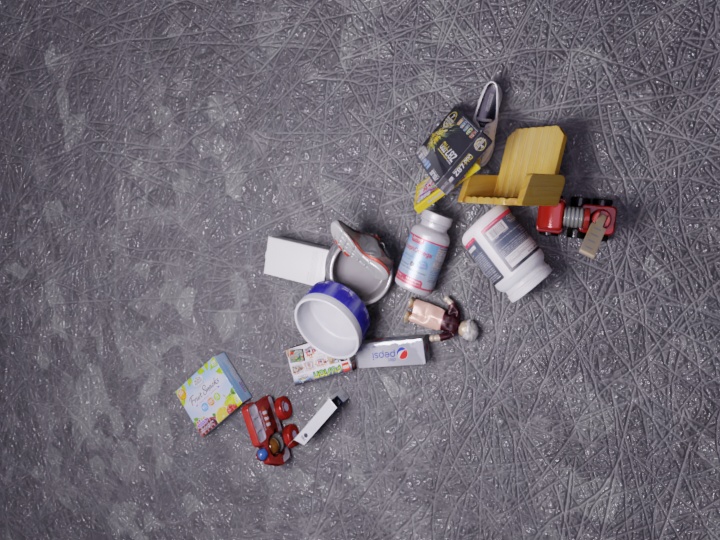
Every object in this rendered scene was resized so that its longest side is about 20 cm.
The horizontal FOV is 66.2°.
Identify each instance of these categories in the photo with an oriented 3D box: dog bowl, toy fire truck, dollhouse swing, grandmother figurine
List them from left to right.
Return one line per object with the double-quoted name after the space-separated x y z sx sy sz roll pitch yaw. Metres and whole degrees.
-0.269 0.469 1.601 0.109 0.167 0.207 -18 88 21 "toy fire truck"
-0.074 0.131 1.460 0.194 0.079 0.205 19 133 20 "dog bowl"
0.000 0.000 1.478 0.192 0.059 0.208 -1 96 -5 "dog bowl"
0.217 0.129 1.448 0.194 0.060 0.125 21 100 15 "grandmother figurine"
0.351 -0.243 1.271 0.198 0.177 0.183 15 106 56 "dollhouse swing"
0.485 -0.103 1.247 0.170 0.199 0.134 9 97 19 "toy fire truck"

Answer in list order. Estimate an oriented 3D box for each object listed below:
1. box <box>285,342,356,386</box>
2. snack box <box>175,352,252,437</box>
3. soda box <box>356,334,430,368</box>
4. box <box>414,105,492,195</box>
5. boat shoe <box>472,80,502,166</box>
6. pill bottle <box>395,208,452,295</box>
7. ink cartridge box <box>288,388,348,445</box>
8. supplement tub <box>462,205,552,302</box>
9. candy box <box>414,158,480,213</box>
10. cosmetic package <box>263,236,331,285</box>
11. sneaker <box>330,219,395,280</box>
-0.116 0.255 1.596 0.194 0.035 0.114 -18 88 21 "box"
-0.459 0.386 1.722 0.198 0.067 0.171 -39 81 18 "snack box"
0.088 0.220 1.499 0.193 0.063 0.071 -8 92 21 "soda box"
0.221 -0.297 1.346 0.048 0.202 0.162 30 113 -27 "box"
0.303 -0.363 1.367 0.071 0.065 0.208 9 98 19 "boat shoe"
0.167 -0.048 1.423 0.106 0.108 0.207 21 101 17 "pill bottle"
-0.119 0.430 1.578 0.039 0.099 0.201 44 108 10 "ink cartridge box"
0.352 -0.042 1.335 0.140 0.140 0.202 -40 81 19 "supplement tub"
0.214 -0.231 1.374 0.026 0.104 0.198 40 127 -21 "candy box"
-0.168 -0.026 1.566 0.194 0.084 0.112 14 99 20 "cosmetic package"
0.008 -0.066 1.418 0.199 0.077 0.083 43 65 -9 "sneaker"
